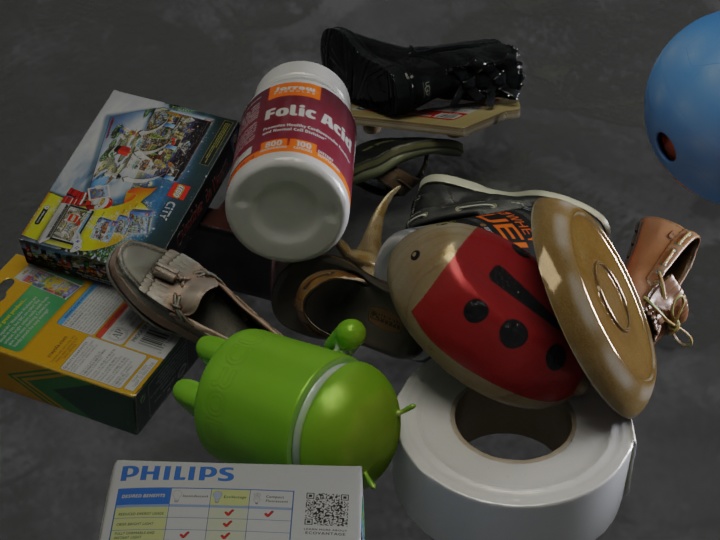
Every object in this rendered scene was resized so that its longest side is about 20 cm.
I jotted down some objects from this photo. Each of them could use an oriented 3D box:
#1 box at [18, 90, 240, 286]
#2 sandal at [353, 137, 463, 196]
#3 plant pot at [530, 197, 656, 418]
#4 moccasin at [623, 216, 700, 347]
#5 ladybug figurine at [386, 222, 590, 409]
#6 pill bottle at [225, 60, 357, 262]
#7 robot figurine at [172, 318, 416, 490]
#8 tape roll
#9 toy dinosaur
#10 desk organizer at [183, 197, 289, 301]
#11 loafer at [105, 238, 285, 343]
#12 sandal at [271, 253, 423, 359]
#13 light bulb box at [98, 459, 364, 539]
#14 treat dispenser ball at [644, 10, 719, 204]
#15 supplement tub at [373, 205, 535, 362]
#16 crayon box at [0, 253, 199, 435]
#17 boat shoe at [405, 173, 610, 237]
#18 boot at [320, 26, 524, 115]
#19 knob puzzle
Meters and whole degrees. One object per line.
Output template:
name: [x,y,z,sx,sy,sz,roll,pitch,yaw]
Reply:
box: [-0.213,-0.075,1.623,0.136,0.038,0.200,16,55,16]
sandal: [0.018,-0.098,1.758,0.201,0.057,0.080,-20,17,-33]
plant pot: [0.201,0.026,1.440,0.027,0.200,0.200,-25,33,22]
moccasin: [0.274,0.031,1.596,0.078,0.074,0.201,11,39,17]
ladybug figurine: [0.115,0.032,1.430,0.200,0.072,0.136,37,54,-1]
pill bottle: [-0.061,-0.108,1.614,0.114,0.114,0.200,2,35,1]
robot figurine: [-0.054,0.116,1.410,0.200,0.116,0.176,15,68,31]
tape roll: [0.127,0.149,1.448,0.202,0.071,0.203,1,38,-1]
toy dinosaur: [0.000,0.000,1.654,0.101,0.058,0.200,9,45,-14]
desk organizer: [-0.164,-0.043,1.675,0.200,0.072,0.077,14,39,15]
loafer: [-0.131,0.035,1.513,0.200,0.063,0.072,39,56,-7]
sandal: [-0.020,0.036,1.537,0.055,0.082,0.200,-5,18,-40]
light bulb box: [-0.095,0.254,1.270,0.198,0.125,0.200,1,38,1]
treat dispenser ball: [0.387,-0.165,1.737,0.200,0.201,0.201,1,39,-1]
supplement tub: [0.123,0.009,1.566,0.200,0.123,0.123,-11,40,-30]
crayon box: [-0.258,0.064,1.556,0.200,0.052,0.126,17,41,18]
boat shoe: [0.143,-0.040,1.685,0.200,0.072,0.068,10,46,17]
boot: [0.067,-0.220,1.843,0.162,0.073,0.198,-13,27,-26]
knob puzzle: [0.082,-0.169,1.848,0.219,0.031,0.220,-2,18,1]
